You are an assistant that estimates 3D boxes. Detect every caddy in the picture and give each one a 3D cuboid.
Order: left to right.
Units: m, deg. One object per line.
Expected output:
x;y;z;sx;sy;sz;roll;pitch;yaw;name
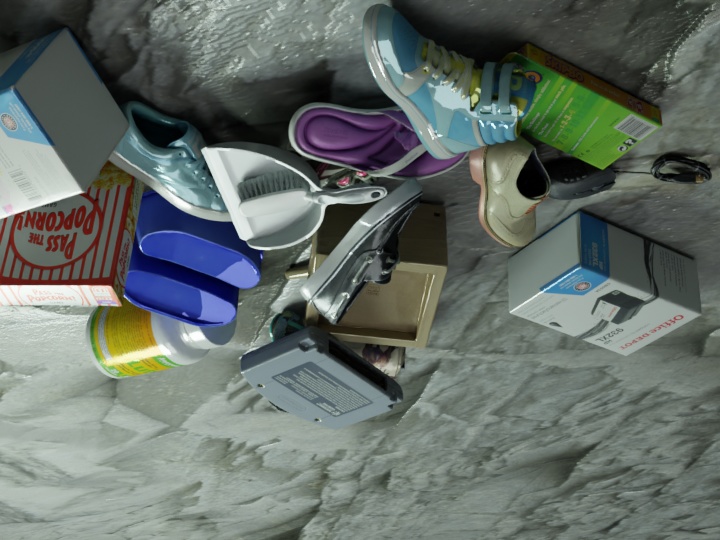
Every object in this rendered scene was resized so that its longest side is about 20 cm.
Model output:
-0.214;-0.020;1.433;0.199;0.105;0.142;21;121;-26;caddy

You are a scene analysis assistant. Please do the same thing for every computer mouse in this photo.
0.297;-0.101;1.309;0.198;0.034;0.059;-3;148;9;computer mouse

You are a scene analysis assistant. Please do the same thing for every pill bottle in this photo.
-0.270;0.079;1.578;0.199;0.112;0.111;-14;145;33;pill bottle

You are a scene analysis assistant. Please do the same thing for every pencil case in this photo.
-0.034;0.106;1.636;0.198;0.090;0.078;4;113;6;pencil case

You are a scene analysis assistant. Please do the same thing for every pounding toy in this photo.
0.000;0.000;1.437;0.183;0.143;0.201;6;138;-5;pounding toy

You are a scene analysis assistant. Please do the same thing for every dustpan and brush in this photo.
-0.064;-0.082;1.240;0.198;0.057;0.140;-9;127;15;dustpan and brush

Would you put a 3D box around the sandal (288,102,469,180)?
0.026;-0.134;1.212;0.201;0.083;0.050;-1;-168;-12;sandal

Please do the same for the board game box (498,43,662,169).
0.209;-0.171;1.208;0.199;0.030;0.095;18;146;-26;board game box

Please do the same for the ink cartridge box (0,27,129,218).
-0.370;-0.142;1.194;0.199;0.126;0.129;-12;125;27;ink cartridge box

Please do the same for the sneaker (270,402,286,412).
-0.112;0.181;1.782;0.099;0.070;0.200;-12;145;28;sneaker

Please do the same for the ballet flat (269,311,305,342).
-0.068;0.128;1.530;0.074;0.075;0.200;-3;147;12;ballet flat

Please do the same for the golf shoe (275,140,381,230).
-0.061;-0.115;1.301;0.199;0.078;0.088;-30;123;33;golf shoe

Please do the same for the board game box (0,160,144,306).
-0.326;-0.057;1.286;0.150;0.201;0.046;-1;149;6;board game box

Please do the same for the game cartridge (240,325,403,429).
-0.054;0.142;1.476;0.133;0.042;0.200;-20;141;31;game cartridge

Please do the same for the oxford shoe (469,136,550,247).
0.176;-0.081;1.295;0.074;0.071;0.200;24;161;30;oxford shoe

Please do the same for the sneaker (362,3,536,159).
0.095;-0.192;1.115;0.130;0.080;0.200;-6;146;32;sneaker

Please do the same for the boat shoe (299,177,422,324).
0.013;-0.016;1.259;0.068;0.072;0.200;46;118;7;boat shoe

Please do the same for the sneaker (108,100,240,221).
-0.192;-0.121;1.279;0.199;0.074;0.082;25;146;-24;sneaker

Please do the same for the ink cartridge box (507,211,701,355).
0.307;0.021;1.459;0.199;0.084;0.145;20;145;-25;ink cartridge box
